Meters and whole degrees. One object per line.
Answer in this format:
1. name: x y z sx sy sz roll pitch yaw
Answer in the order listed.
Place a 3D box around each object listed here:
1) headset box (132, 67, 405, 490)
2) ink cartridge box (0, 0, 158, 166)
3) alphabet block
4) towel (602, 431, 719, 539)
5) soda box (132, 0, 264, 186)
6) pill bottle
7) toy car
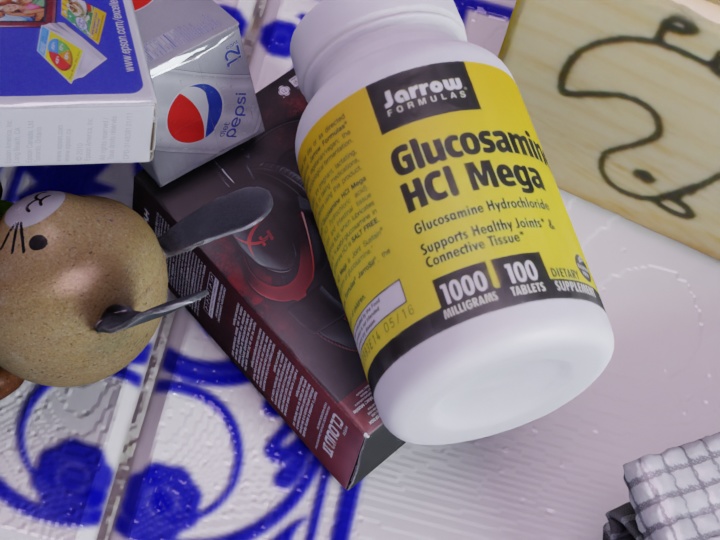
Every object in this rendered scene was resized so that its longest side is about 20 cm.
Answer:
1. headset box: 0.000 0.000 0.905 0.148 0.075 0.200 -35 73 -23
2. ink cartridge box: -0.203 -0.119 0.797 0.198 0.047 0.199 -3 43 -15
3. alphabet block: 0.195 -0.145 0.945 0.198 0.196 0.198 24 60 5
4. towel: 0.230 0.155 0.860 0.198 0.086 0.167 -16 68 -18
5. soda box: -0.127 -0.128 0.910 0.063 0.069 0.200 -29 45 -17
6. pill bottle: 0.034 -0.032 0.819 0.111 0.113 0.202 -12 65 -15
7. toy car: -0.145 -0.009 0.791 0.198 0.159 0.165 -2 31 22
